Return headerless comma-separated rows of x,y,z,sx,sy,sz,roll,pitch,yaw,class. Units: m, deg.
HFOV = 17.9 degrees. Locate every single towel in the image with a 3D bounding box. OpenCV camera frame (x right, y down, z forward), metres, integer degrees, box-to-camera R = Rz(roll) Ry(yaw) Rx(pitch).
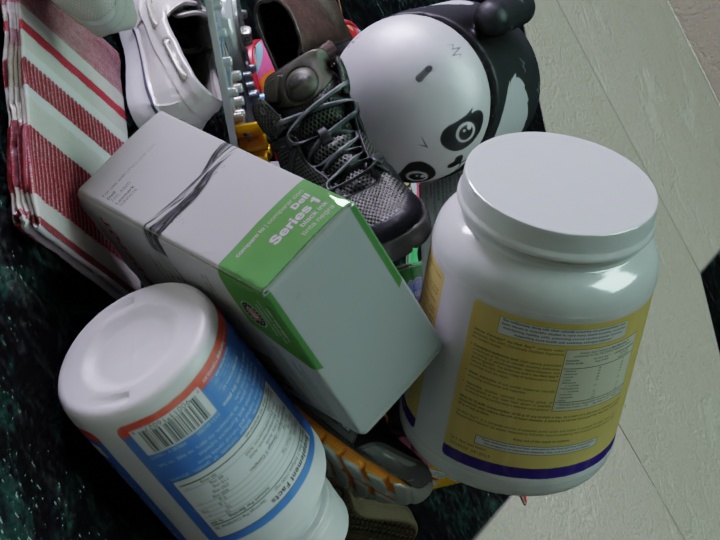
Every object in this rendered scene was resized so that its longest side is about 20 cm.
-0.190,-0.087,1.490,0.144,0.023,0.200,42,35,-56,towel

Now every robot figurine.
0.058,-0.129,1.651,0.200,0.125,0.150,-26,119,-65,robot figurine

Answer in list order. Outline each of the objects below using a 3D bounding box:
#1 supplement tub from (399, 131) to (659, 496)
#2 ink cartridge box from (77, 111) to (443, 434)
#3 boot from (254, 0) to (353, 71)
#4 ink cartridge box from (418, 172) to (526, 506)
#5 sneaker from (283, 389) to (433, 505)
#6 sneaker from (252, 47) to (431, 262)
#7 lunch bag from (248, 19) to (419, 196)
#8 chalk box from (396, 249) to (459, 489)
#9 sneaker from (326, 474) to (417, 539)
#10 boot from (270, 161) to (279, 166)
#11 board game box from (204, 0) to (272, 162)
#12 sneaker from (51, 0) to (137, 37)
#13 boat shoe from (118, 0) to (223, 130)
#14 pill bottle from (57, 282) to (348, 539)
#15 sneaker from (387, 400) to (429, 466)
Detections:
0.109,0.028,1.459,0.145,0.145,0.200,-78,179,-57,supplement tub
-0.065,-0.002,1.425,0.200,0.084,0.146,28,-21,44,ink cartridge box
-0.030,-0.125,1.691,0.166,0.072,0.200,-63,136,-69,boot
0.099,0.044,1.673,0.176,0.045,0.200,59,16,-28,ink cartridge box
-0.026,0.081,1.518,0.200,0.077,0.078,38,-16,15,sneaker
-0.019,-0.073,1.496,0.114,0.076,0.199,64,-4,-28,sneaker
-0.020,-0.106,1.866,0.176,0.082,0.200,-14,84,-69,lunch bag
0.056,0.063,1.820,0.124,0.124,0.200,28,48,-60,chalk box
-0.035,0.158,1.614,0.076,0.070,0.200,51,10,33,sneaker
0.000,0.000,1.635,0.200,0.074,0.096,54,23,17,boot
-0.086,-0.178,1.632,0.200,0.026,0.200,-80,160,-79,board game box
-0.196,-0.225,1.516,0.092,0.076,0.200,57,11,-44,sneaker
-0.133,-0.166,1.623,0.072,0.066,0.200,43,23,-33,boat shoe
-0.090,0.110,1.417,0.200,0.112,0.112,55,24,-37,pill bottle
0.007,0.086,1.650,0.079,0.095,0.200,34,7,27,sneaker
